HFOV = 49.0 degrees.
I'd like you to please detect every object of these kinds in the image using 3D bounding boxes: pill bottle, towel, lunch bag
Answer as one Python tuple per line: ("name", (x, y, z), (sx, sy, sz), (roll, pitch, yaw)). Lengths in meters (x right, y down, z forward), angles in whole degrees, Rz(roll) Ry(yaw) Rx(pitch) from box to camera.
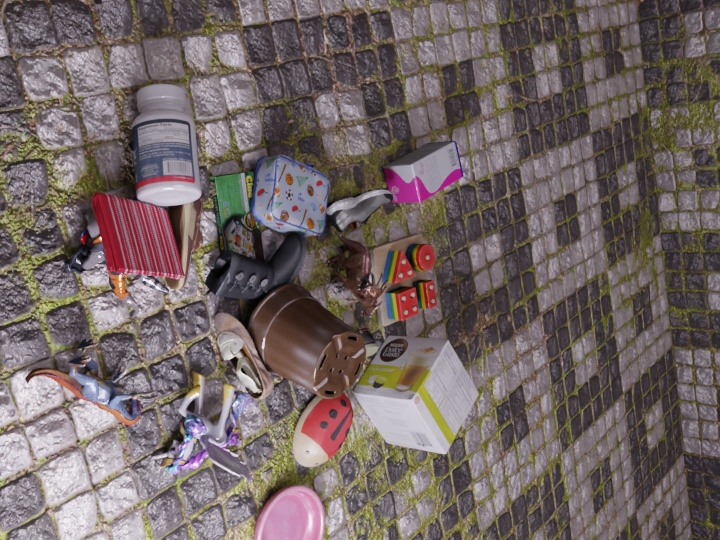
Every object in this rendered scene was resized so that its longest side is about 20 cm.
("pill bottle", (-0.360, -0.231, 1.456), (0.119, 0.119, 0.203), (3, 77, -46))
("towel", (-0.391, -0.057, 1.398), (0.200, 0.022, 0.146), (12, 59, -68))
("lunch bag", (-0.148, -0.163, 1.716), (0.199, 0.075, 0.163), (19, 72, -53))

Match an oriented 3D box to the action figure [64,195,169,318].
("action figure", (-0.419, -0.042, 1.423), (0.201, 0.104, 0.194), (-59, 138, -27))

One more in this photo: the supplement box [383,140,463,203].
("supplement box", (0.164, -0.255, 2.036), (0.199, 0.102, 0.102), (-32, 115, -43))

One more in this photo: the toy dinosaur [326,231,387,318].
("toy dinosaur", (0.000, 0.000, 1.844), (0.085, 0.134, 0.203), (-19, 105, -44))

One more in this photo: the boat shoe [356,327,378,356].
("boat shoe", (-0.051, 0.178, 1.852), (0.199, 0.074, 0.064), (-7, 60, -37))

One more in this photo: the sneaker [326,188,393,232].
("sneaker", (0.001, -0.144, 1.880), (0.199, 0.074, 0.080), (-22, 94, -38))

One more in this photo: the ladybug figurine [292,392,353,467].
("ladybug figurine", (-0.077, 0.362, 1.818), (0.136, 0.071, 0.201), (54, 55, -33))

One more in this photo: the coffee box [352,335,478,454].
("coffee box", (0.139, 0.301, 1.955), (0.198, 0.198, 0.201), (-53, 126, -32))

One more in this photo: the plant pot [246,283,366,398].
("plant pot", (-0.106, 0.159, 1.652), (0.199, 0.197, 0.203), (-26, 128, -37))

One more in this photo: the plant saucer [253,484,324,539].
("plant saucer", (-0.164, 0.575, 1.748), (0.199, 0.050, 0.204), (-2, 93, -48))

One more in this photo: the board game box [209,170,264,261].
("board game box", (-0.256, -0.101, 1.649), (0.104, 0.023, 0.203), (-15, 102, -44))

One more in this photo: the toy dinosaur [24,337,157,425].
("toy dinosaur", (-0.468, 0.214, 1.422), (0.197, 0.105, 0.183), (-15, 120, -8))

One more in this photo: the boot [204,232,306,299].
("boot", (-0.213, -0.016, 1.635), (0.199, 0.065, 0.167), (16, 96, -50))

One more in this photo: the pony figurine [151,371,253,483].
("pony figurine", (-0.290, 0.324, 1.555), (0.191, 0.166, 0.202), (23, 76, -11))

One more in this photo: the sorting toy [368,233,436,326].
("sorting toy", (0.122, 0.022, 2.023), (0.199, 0.069, 0.202), (-18, 104, -45))

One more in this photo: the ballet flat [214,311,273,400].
("ballet flat", (-0.242, 0.177, 1.606), (0.201, 0.068, 0.067), (57, 25, -8))

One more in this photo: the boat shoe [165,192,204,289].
("boat shoe", (-0.334, -0.061, 1.535), (0.071, 0.072, 0.203), (10, 78, -45))
